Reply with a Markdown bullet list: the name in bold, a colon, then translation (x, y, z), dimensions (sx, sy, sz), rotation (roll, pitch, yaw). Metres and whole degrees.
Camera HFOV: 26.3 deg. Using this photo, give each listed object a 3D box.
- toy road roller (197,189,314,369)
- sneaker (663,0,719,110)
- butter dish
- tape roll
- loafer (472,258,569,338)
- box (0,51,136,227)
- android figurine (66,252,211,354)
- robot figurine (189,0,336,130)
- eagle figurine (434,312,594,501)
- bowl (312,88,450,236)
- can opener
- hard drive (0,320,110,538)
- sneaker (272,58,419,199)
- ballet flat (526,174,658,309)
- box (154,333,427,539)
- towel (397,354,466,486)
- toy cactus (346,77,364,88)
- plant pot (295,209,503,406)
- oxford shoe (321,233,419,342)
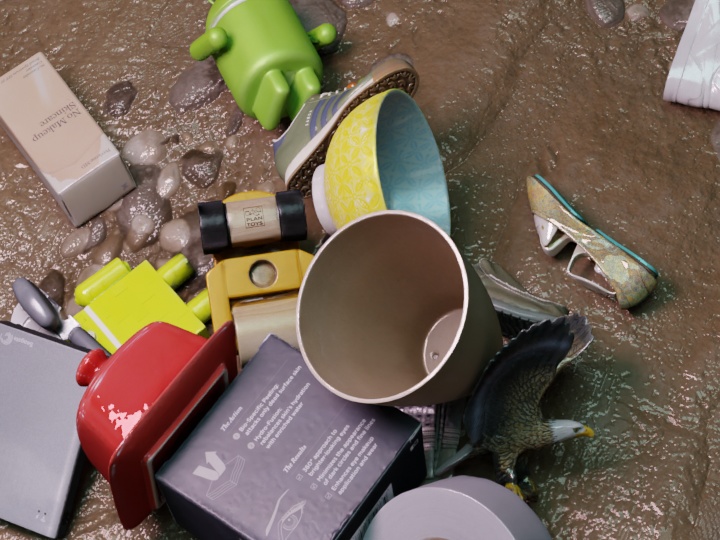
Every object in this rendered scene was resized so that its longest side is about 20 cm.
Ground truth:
- **toy road roller**: translation (-0.110, 0.011, 1.705), dimensions (0.121, 0.146, 0.203), rotation (-8, 78, -6)
- **sneaker**: translation (0.439, -0.273, 1.806), dimensions (0.114, 0.074, 0.202), rotation (17, 75, 16)
- **butter dish**: translation (-0.228, 0.134, 1.582), dimensions (0.147, 0.200, 0.201), rotation (31, 64, 16)
- **tape roll**: translation (0.095, 0.303, 1.480), dimensions (0.198, 0.066, 0.203), rotation (3, 95, 34)
- **loafer**: translation (0.144, 0.020, 1.687), dimensions (0.198, 0.075, 0.070), rotation (20, 70, 19)
- **box**: translation (-0.367, -0.160, 1.871), dimensions (0.095, 0.078, 0.200), rotation (-36, 61, -12)
- **android figurine**: translation (-0.256, 0.069, 1.749), dimensions (0.199, 0.041, 0.182), rotation (-37, 62, -13)
- **robot figurine**: translation (-0.118, -0.265, 1.865), dimensions (0.174, 0.116, 0.201), rotation (-9, 54, -27)
- **eagle figurine**: translation (0.166, 0.140, 1.559), dimensions (0.149, 0.151, 0.203), rotation (1, 94, -27)
- **bowl**: translation (0.012, -0.085, 1.656), dimensions (0.106, 0.200, 0.202), rotation (-12, 58, 23)
- **can opener**: translation (-0.319, 0.087, 1.696), dimensions (0.199, 0.066, 0.053), rotation (39, 86, 22)
- **hard drive**: translation (-0.357, 0.169, 1.662), dimensions (0.138, 0.033, 0.203), rotation (16, 93, 18)
- **sneaker**: translation (-0.027, -0.179, 1.736), dimensions (0.200, 0.067, 0.090), rotation (-45, 46, 14)
- **ballet flat**: translation (0.241, -0.029, 1.708), dimensions (0.071, 0.071, 0.200), rotation (-41, 63, -13)
- **box**: translation (-0.066, 0.207, 1.558), dimensions (0.199, 0.118, 0.197), rotation (29, 64, 22)
- **towel**: translation (0.019, 0.137, 1.667), dimensions (0.197, 0.035, 0.195), rotation (4, 62, 11)
- **toy cactus**: translation (-0.014, -0.140, 1.808), dimensions (0.163, 0.102, 0.202), rotation (-16, 60, 22)
- **plant pot**: translation (0.063, 0.058, 1.543), dimensions (0.185, 0.200, 0.190), rotation (-9, 71, 27)
- **oxford shoe**: translation (0.000, 0.000, 1.695), dimensions (0.071, 0.073, 0.200), rotation (-43, 40, 2)
